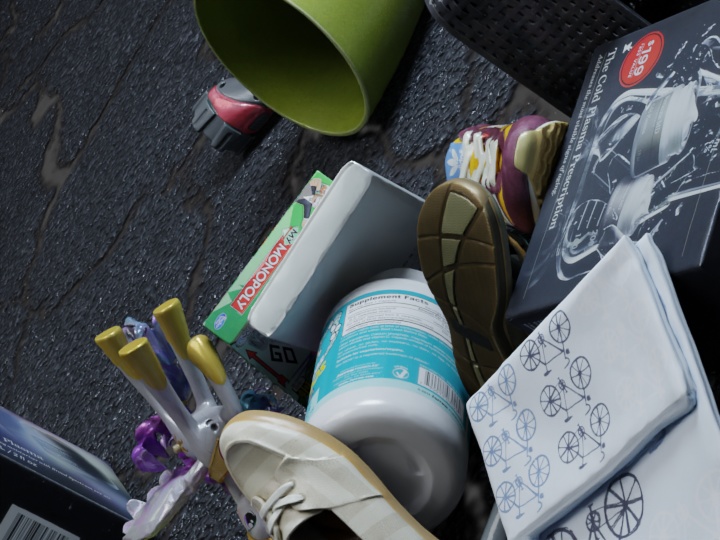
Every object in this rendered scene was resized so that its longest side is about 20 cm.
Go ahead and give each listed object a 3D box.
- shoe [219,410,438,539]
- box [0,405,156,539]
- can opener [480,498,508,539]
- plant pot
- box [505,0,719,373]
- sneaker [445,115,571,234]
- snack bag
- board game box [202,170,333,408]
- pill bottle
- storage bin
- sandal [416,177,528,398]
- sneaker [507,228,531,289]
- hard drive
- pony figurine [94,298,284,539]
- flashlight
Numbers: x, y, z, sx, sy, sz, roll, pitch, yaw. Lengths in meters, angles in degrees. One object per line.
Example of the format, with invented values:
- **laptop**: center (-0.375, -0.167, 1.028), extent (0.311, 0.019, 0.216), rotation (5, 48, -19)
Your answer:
- **shoe**: center (-0.012, 0.159, 1.314), extent (0.053, 0.199, 0.070), rotation (-38, -19, -52)
- **box**: center (-0.306, 0.201, 1.838), extent (0.124, 0.199, 0.198), rotation (-58, 24, 1)
- **can opener**: center (0.105, 0.150, 1.287), extent (0.067, 0.052, 0.201), rotation (89, -157, -66)
- **plant pot**: center (-0.013, -0.254, 1.868), extent (0.200, 0.187, 0.187), rotation (-52, 19, -23)
- **box**: center (0.202, -0.049, 1.249), extent (0.182, 0.104, 0.201), rotation (-18, 47, 55)
- **sneaker**: center (0.094, -0.062, 1.388), extent (0.200, 0.089, 0.076), rotation (39, -115, -77)
- **snack bag**: center (0.135, 0.112, 1.164), extent (0.189, 0.021, 0.201), rotation (-49, 50, 45)
- **board game box**: center (-0.035, 0.019, 1.552), extent (0.135, 0.029, 0.200), rotation (-53, -22, -4)
- **pill bottle**: center (0.022, 0.080, 1.428), extent (0.111, 0.111, 0.201), rotation (-46, 17, 27)
- **storage bin**: center (0.146, -0.185, 1.398), extent (0.094, 0.199, 0.136), rotation (-39, 30, 35)
- **sandal**: center (0.086, 0.016, 1.330), extent (0.054, 0.201, 0.080), rotation (-37, 42, -22)
- **sneaker**: center (0.093, -0.005, 1.445), extent (0.076, 0.079, 0.200), rotation (-60, 22, -4)
- **hard drive**: center (0.000, 0.000, 1.522), extent (0.026, 0.200, 0.132), rotation (35, 95, 22)
- **pony figurine**: center (-0.114, 0.122, 1.539), extent (0.166, 0.201, 0.193), rotation (-33, 12, -13)
- **flashlight**: center (-0.082, -0.201, 2.042), extent (0.200, 0.067, 0.068), rotation (-49, 22, 25)
